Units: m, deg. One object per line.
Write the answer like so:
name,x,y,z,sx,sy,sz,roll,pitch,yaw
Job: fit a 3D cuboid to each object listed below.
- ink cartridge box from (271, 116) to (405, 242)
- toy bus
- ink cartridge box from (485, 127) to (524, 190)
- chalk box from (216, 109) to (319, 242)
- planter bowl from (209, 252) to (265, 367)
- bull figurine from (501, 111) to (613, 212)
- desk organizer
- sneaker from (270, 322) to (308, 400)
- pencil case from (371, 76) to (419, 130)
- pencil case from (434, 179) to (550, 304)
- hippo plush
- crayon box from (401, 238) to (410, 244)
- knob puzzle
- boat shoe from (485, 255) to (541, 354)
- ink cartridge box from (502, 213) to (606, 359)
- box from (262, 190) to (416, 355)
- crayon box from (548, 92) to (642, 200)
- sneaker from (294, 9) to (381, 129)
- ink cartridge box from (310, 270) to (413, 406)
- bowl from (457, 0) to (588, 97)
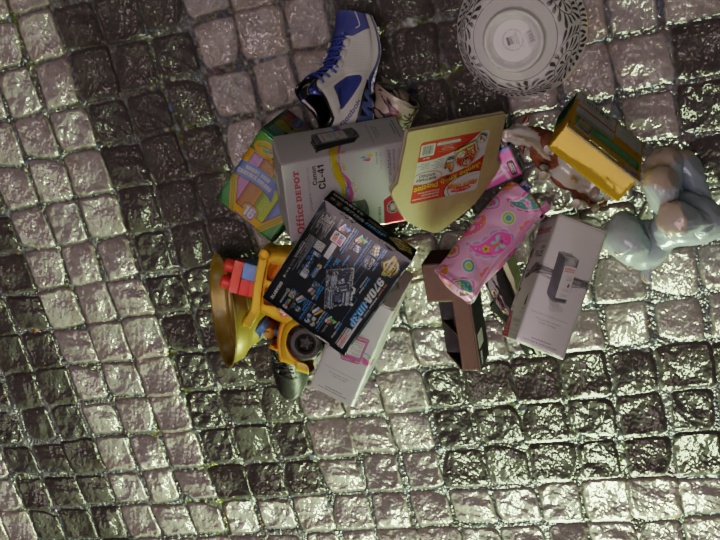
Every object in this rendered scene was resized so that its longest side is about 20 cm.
ink cartridge box,-0.026,-0.139,1.446,0.197,0.086,0.149,-13,129,-10
toy bus,-0.137,0.051,1.553,0.189,0.136,0.203,10,99,-1
ink cartridge box,0.154,-0.162,1.523,0.198,0.037,0.095,-22,105,27
chalk box,-0.123,-0.173,1.556,0.123,0.125,0.201,37,117,-1
planter bowl,-0.207,0.066,1.681,0.082,0.200,0.203,-7,115,-19
bull figurine,0.302,-0.161,1.431,0.199,0.122,0.065,32,116,-6
desk organizer,0.161,0.067,1.597,0.076,0.072,0.202,-3,111,21
sneaker,-0.139,0.155,1.726,0.074,0.079,0.202,6,115,15
pencil case,0.023,-0.205,1.522,0.077,0.090,0.201,15,120,-21
pencil case,0.206,-0.045,1.480,0.087,0.087,0.200,42,87,-3
hippo plush,0.450,-0.081,1.426,0.198,0.161,0.160,13,147,-34
crayon box,0.000,0.000,1.630,0.125,0.052,0.202,27,118,5
knob puzzle,0.125,-0.146,1.445,0.031,0.218,0.221,51,127,40
boat shoe,0.245,0.049,1.562,0.063,0.074,0.203,-21,100,24
ink cartridge box,0.294,0.023,1.449,0.084,0.146,0.202,21,89,1
box,-0.034,0.006,1.425,0.158,0.046,0.201,34,116,0
crayon box,0.337,-0.176,1.355,0.125,0.200,0.052,38,118,-1
sneaker,-0.037,-0.299,1.445,0.080,0.114,0.202,6,95,50
ink cartridge box,0.004,0.096,1.560,0.084,0.145,0.202,26,118,5
bowl,0.230,-0.343,1.388,0.198,0.094,0.203,7,115,15
